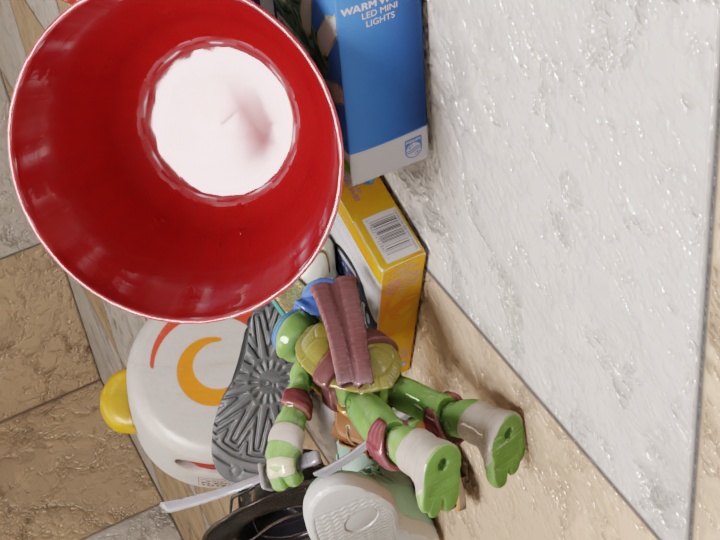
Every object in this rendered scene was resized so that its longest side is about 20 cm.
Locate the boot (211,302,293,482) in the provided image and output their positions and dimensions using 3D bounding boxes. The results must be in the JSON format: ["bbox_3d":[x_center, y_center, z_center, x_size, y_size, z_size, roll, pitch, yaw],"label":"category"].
[{"bbox_3d":[-0.078,0.081,1.188,0.200,0.065,0.166,-139,68,-84],"label":"boot"}]

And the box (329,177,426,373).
[{"bbox_3d":[0.000,0.000,1.063,0.120,0.041,0.201,60,165,26],"label":"box"}]

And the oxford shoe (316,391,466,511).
[{"bbox_3d":[0.019,0.132,1.119,0.200,0.071,0.072,46,152,49],"label":"oxford shoe"}]

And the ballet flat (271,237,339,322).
[{"bbox_3d":[-0.059,-0.019,1.027,0.200,0.071,0.071,49,167,-12],"label":"ballet flat"}]

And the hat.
[{"bbox_3d":[-0.078,0.224,1.375,0.201,0.199,0.081,94,157,-57],"label":"hat"}]

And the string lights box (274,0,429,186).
[{"bbox_3d":[-0.009,-0.163,0.834,0.103,0.059,0.201,54,159,42],"label":"string lights box"}]

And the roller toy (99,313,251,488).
[{"bbox_3d":[-0.147,0.125,1.437,0.182,0.200,0.140,44,159,13],"label":"roller toy"}]

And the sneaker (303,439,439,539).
[{"bbox_3d":[-0.010,0.176,1.166,0.119,0.073,0.200,61,-170,31],"label":"sneaker"}]

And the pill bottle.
[{"bbox_3d":[-0.103,-0.170,0.952,0.112,0.111,0.202,154,111,-74],"label":"pill bottle"}]

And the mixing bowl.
[{"bbox_3d":[-0.097,-0.081,0.845,0.108,0.198,0.202,-59,-48,-70],"label":"mixing bowl"}]

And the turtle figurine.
[{"bbox_3d":[0.004,0.120,0.961,0.193,0.201,0.144,23,176,41],"label":"turtle figurine"}]

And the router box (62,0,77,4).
[{"bbox_3d":[-0.189,-0.235,1.107,0.049,0.199,0.179,-70,18,-4],"label":"router box"}]
